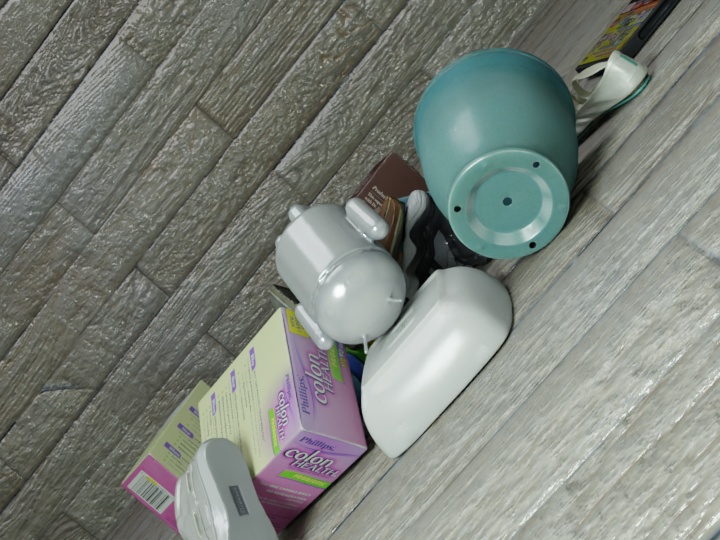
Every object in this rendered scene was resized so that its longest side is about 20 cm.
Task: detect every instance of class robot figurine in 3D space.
[{"bbox_3d":[-0.022,0.003,1.109,0.200,0.111,0.172,49,124,42],"label":"robot figurine"}]

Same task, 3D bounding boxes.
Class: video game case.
[{"bbox_3d":[0.407,-0.365,1.448,0.182,0.025,0.200,-51,7,4],"label":"video game case"}]

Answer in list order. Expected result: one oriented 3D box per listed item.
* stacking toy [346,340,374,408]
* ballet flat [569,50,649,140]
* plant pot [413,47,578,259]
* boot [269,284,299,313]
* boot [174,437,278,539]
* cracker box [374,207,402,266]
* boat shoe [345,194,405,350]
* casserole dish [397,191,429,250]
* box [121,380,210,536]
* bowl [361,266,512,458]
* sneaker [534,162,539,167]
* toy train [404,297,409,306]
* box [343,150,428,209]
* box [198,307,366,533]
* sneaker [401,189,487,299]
[{"bbox_3d":[0.007,0.122,1.318,0.200,0.085,0.085,-46,4,-25],"label":"stacking toy"},{"bbox_3d":[0.287,-0.217,1.263,0.070,0.069,0.200,-54,6,-33],"label":"ballet flat"},{"bbox_3d":[0.160,-0.119,1.117,0.200,0.198,0.190,-47,22,27],"label":"plant pot"},{"bbox_3d":[-0.112,0.141,1.386,0.182,0.072,0.203,41,110,49],"label":"boot"},{"bbox_3d":[-0.147,0.291,1.068,0.096,0.072,0.203,-50,48,35],"label":"boot"},{"bbox_3d":[0.026,-0.016,1.447,0.057,0.137,0.200,-7,9,22],"label":"cracker box"},{"bbox_3d":[0.000,0.000,1.256,0.076,0.072,0.204,-107,36,-82],"label":"boat shoe"},{"bbox_3d":[0.104,-0.076,1.357,0.196,0.040,0.122,-14,-19,-9],"label":"casserole dish"},{"bbox_3d":[-0.252,0.312,1.577,0.097,0.175,0.201,-45,8,32],"label":"box"},{"bbox_3d":[0.070,0.083,1.058,0.200,0.074,0.200,-50,8,16],"label":"bowl"},{"bbox_3d":[0.205,-0.127,1.386,0.073,0.071,0.200,-63,-5,-16],"label":"sneaker"},{"bbox_3d":[0.022,0.019,1.202,0.056,0.201,0.042,-40,-5,23],"label":"toy train"},{"bbox_3d":[0.042,-0.066,1.694,0.201,0.165,0.164,-51,6,-8],"label":"box"},{"bbox_3d":[-0.100,0.184,1.181,0.200,0.095,0.178,-48,38,30],"label":"box"},{"bbox_3d":[0.105,0.002,1.268,0.076,0.111,0.205,-89,3,-78],"label":"sneaker"}]
